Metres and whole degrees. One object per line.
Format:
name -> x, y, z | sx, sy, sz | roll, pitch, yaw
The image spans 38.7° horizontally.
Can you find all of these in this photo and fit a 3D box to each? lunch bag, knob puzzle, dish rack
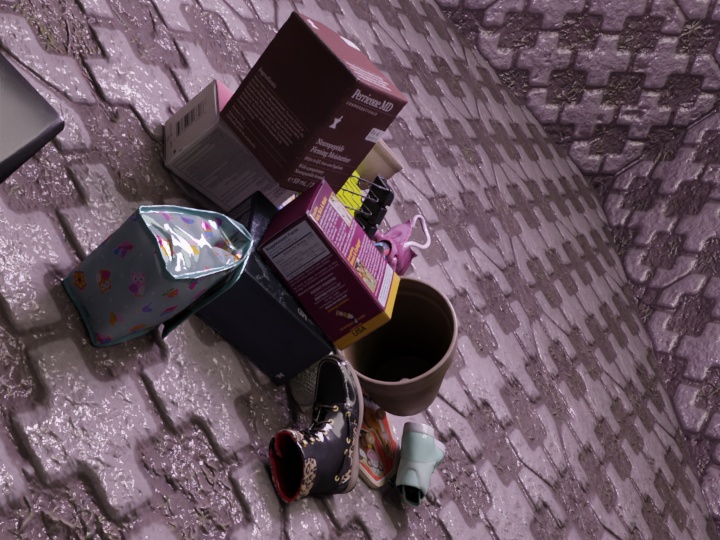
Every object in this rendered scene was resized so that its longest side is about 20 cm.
lunch bag -> -0.245, 0.003, 1.303 | 0.123, 0.169, 0.199 | 60, 27, 11
knob puzzle -> 0.011, 0.256, 1.665 | 0.220, 0.030, 0.222 | 44, 27, -30
dish rack -> -0.037, -0.104, 1.756 | 0.198, 0.155, 0.054 | 16, 17, -45

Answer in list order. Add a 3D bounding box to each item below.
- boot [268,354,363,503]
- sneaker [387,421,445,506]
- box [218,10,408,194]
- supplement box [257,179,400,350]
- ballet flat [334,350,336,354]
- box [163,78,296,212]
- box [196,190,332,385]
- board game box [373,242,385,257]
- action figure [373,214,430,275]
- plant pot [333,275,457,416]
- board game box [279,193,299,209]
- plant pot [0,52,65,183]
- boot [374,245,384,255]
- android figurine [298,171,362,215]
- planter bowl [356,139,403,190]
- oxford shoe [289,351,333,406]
boot -> -0.063, 0.226, 1.453 | 0.150, 0.072, 0.205 | -1, 92, -58
sneaker -> 0.091, 0.329, 1.689 | 0.201, 0.072, 0.120 | 63, 38, -66
box -> -0.071, -0.243, 1.546 | 0.165, 0.201, 0.165 | 49, 20, 24
supplement box -> -0.042, -0.008, 1.505 | 0.201, 0.102, 0.131 | 52, 24, -16
ballet flat -> -0.056, 0.053, 1.729 | 0.071, 0.071, 0.204 | 6, 63, -60
box -> -0.205, -0.187, 1.660 | 0.199, 0.127, 0.110 | 37, 29, -39
box -> -0.138, 0.025, 1.552 | 0.197, 0.116, 0.202 | 44, 28, -28
board game box -> 0.040, 0.083, 1.820 | 0.202, 0.025, 0.203 | -85, 165, -55
action figure -> 0.062, -0.029, 1.981 | 0.136, 0.147, 0.200 | 66, 11, 7
plant pot -> 0.062, 0.141, 1.649 | 0.175, 0.196, 0.203 | 79, -2, -53
board game box -> -0.098, -0.070, 1.827 | 0.199, 0.046, 0.153 | 40, 29, -35
plant pot -> -0.463, -0.133, 1.043 | 0.201, 0.198, 0.179 | 48, 36, -19
boot -> 0.000, 0.000, 1.669 | 0.200, 0.072, 0.077 | -169, -110, -77
android figurine -> -0.055, -0.148, 1.874 | 0.201, 0.041, 0.183 | 51, 35, -20
planter bowl -> -0.026, -0.234, 2.023 | 0.201, 0.134, 0.200 | 48, 7, -8
oxford shoe -> -0.070, 0.137, 1.611 | 0.202, 0.074, 0.058 | -91, 162, -49
